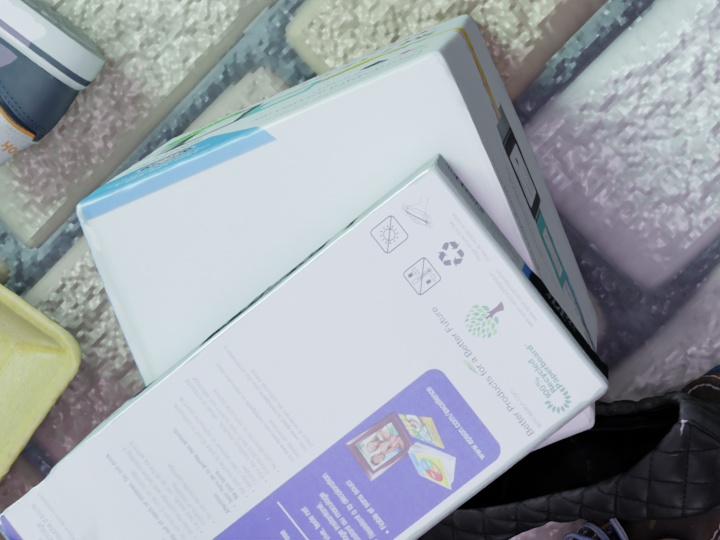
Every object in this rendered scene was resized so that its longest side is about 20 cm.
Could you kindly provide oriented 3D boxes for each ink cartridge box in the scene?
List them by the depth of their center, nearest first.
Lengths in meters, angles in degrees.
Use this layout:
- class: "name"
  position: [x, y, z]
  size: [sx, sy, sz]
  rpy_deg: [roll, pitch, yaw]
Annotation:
- class: "ink cartridge box"
  position: [-0.020, 0.060, 0.905]
  size: [0.200, 0.039, 0.100]
  rpy_deg: [-38, 94, 9]
- class: "ink cartridge box"
  position: [0.000, 0.000, 1.015]
  size: [0.146, 0.200, 0.147]
  rpy_deg: [-22, 96, 8]

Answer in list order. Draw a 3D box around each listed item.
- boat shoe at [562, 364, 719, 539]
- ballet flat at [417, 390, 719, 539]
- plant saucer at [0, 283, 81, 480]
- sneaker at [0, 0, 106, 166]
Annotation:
- class: "boat shoe"
  position: [0.117, 0.132, 1.081]
  size: [0.072, 0.072, 0.201]
  rpy_deg: [29, 105, 40]
- class: "ballet flat"
  position: [0.068, 0.074, 1.062]
  size: [0.199, 0.067, 0.057]
  rpy_deg: [-11, 137, 36]
- class: "plant saucer"
  position: [-0.246, 0.051, 1.122]
  size: [0.199, 0.048, 0.200]
  rpy_deg: [35, 100, -2]
- class: "sneaker"
  position: [-0.205, -0.119, 1.072]
  size: [0.200, 0.078, 0.080]
  rpy_deg: [39, 97, -4]
